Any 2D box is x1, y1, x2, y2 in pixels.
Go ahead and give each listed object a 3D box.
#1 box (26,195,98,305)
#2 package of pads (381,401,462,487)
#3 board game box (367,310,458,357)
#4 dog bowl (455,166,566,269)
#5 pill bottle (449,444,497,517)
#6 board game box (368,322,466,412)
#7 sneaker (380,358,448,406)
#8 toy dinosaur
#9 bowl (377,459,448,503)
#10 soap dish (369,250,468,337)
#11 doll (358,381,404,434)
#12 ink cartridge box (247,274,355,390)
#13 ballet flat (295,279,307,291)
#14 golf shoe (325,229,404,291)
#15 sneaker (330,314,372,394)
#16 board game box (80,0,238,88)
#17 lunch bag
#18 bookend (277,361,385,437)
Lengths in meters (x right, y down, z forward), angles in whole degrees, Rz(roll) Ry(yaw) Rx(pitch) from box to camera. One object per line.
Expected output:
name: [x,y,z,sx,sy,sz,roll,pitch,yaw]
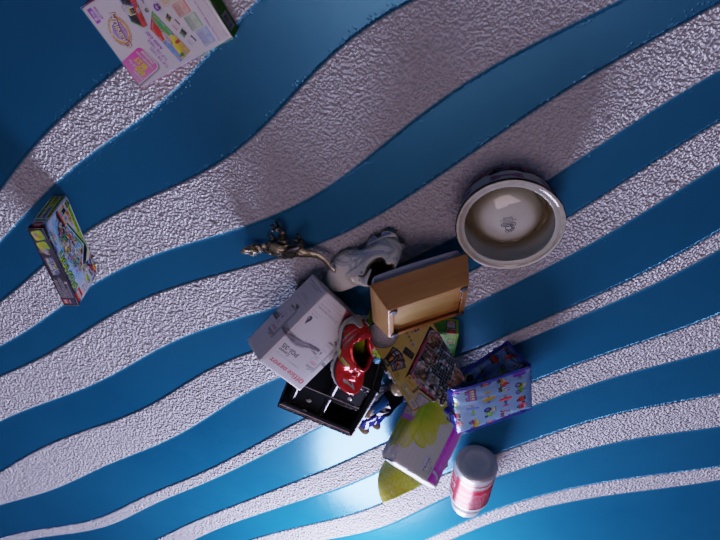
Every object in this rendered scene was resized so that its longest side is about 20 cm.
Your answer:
box: [-0.605,-0.038,1.353,0.034,0.111,0.202,0,131,6]
package of pads: [0.155,0.393,1.576,0.154,0.202,0.068,36,163,-23]
board game box: [0.113,0.150,1.464,0.197,0.048,0.103,6,131,3]
dog bowl: [0.272,-0.102,1.213,0.197,0.074,0.202,3,131,3]
pill bottle: [0.295,0.565,1.752,0.110,0.113,0.202,5,131,3]
board game box: [0.115,0.176,1.395,0.134,0.035,0.202,-30,87,2]
sneaker: [0.138,0.235,1.521,0.198,0.081,0.076,27,133,10]
toy dinosaur: [-0.144,-0.048,1.323,0.197,0.048,0.089,12,145,8]
bowl: [0.118,0.504,1.711,0.200,0.199,0.109,-38,75,32]
soap dish: [0.119,0.051,1.296,0.197,0.082,0.158,-18,151,-7]
doll: [0.057,0.330,1.598,0.135,0.049,0.201,-12,148,-40]
ink cartridge box: [-0.113,0.133,1.386,0.200,0.083,0.146,-45,130,1]
ballet flat: [-0.102,0.105,1.453,0.066,0.047,0.202,-2,130,7]
golf shoe: [0.000,0.000,1.319,0.078,0.098,0.199,38,126,-25]
sneaker: [-0.013,0.191,1.372,0.076,0.085,0.202,-14,128,-23]
board game box: [-0.319,-0.402,1.052,0.198,0.041,0.154,-19,126,22]
lunch bag: [0.275,0.277,1.465,0.198,0.094,0.152,-25,130,-13]
bookend: [-0.068,0.267,1.537,0.196,0.093,0.201,23,133,-3]
